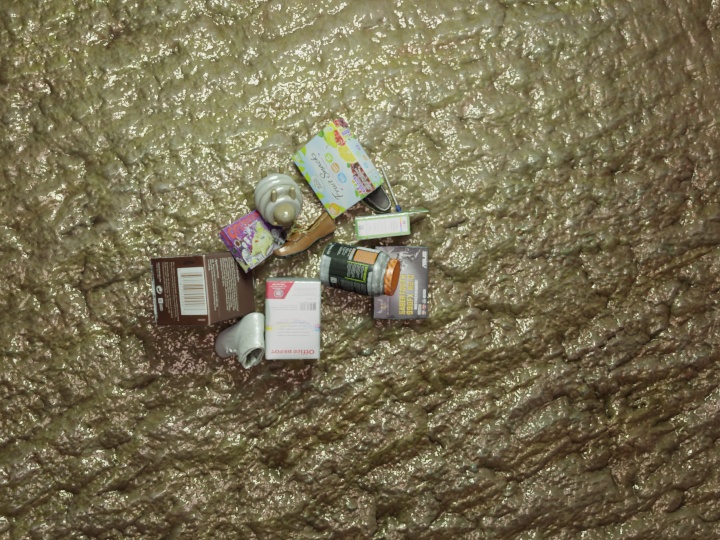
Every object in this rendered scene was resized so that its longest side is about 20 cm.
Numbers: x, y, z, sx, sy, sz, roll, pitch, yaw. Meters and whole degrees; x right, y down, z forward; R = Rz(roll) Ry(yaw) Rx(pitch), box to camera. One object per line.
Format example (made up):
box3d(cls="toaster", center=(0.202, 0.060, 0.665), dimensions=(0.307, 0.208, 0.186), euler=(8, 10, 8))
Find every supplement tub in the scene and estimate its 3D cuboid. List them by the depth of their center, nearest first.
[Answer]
box3d(cls="supplement tub", center=(0.000, 0.000, 1.413), dimensions=(0.197, 0.122, 0.125), euler=(13, 91, 17))

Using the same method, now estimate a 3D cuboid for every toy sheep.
box3d(cls="toy sheep", center=(-0.217, -0.194, 1.391), dimensions=(0.136, 0.139, 0.202), euler=(-19, 52, -6))

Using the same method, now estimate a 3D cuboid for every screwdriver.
box3d(cls="screwdriver", center=(0.094, -0.197, 1.494), dimensions=(0.029, 0.028, 0.202), euler=(-32, 101, -34))

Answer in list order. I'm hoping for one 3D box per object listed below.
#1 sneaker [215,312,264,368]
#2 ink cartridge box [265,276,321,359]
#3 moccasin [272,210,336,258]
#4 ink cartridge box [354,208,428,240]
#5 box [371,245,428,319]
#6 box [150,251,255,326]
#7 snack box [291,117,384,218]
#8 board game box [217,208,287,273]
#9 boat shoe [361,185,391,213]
box3d(cls="sneaker", center=(-0.314, 0.205, 1.375), dimensions=(0.073, 0.199, 0.117), euler=(20, 45, -37))
box3d(cls="ink cartridge box", center=(-0.179, 0.124, 1.414), dimensions=(0.142, 0.145, 0.204), euler=(2, 92, -8))
box3d(cls="moccasin", center=(-0.152, -0.096, 1.412), dimensions=(0.200, 0.073, 0.079), euler=(-34, 107, -26))
box3d(cls="ink cartridge box", center=(0.085, -0.125, 1.441), dimensions=(0.196, 0.104, 0.060), euler=(-7, 98, 4))
box3d(cls="box", center=(0.111, 0.033, 1.499), dimensions=(0.155, 0.048, 0.204), euler=(1, 92, -8))
box3d(cls="box", center=(-0.387, 0.041, 1.328), dimensions=(0.161, 0.199, 0.169), euler=(-3, 93, 21))
box3d(cls="snack box", center=(-0.060, -0.266, 1.408), dimensions=(0.167, 0.068, 0.202), euler=(-29, 97, 36))
box3d(cls="board game box", center=(-0.269, -0.086, 1.377), dimensions=(0.032, 0.200, 0.121), euler=(-35, 97, 33))
box3d(cls="boat shoe", center=(0.013, -0.238, 1.463), dimensions=(0.200, 0.065, 0.073), euler=(45, 86, -8))
